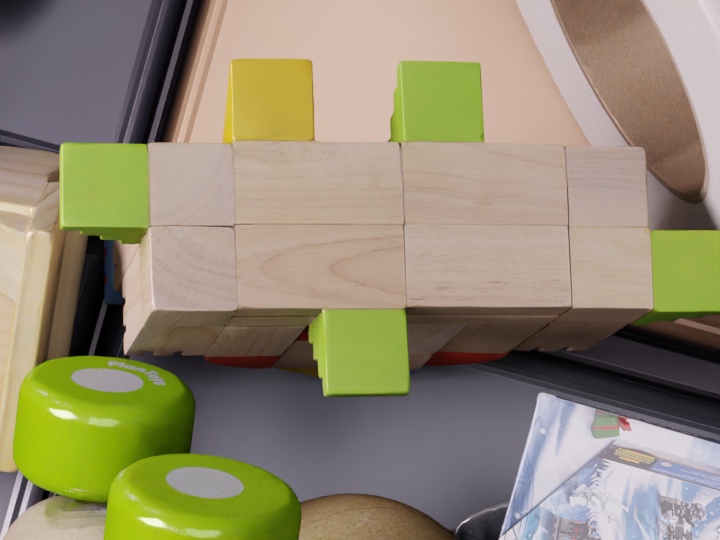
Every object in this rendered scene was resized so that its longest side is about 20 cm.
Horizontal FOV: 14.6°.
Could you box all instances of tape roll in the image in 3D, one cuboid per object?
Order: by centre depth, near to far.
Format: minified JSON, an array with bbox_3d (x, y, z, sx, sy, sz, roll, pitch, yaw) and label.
[{"bbox_3d":[0.094,-0.077,0.865,0.037,0.203,0.203,-29,84,-8],"label":"tape roll"}]

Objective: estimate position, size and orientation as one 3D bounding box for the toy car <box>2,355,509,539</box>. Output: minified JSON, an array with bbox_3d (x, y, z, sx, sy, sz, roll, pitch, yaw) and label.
[{"bbox_3d":[-0.004,0.123,0.863,0.200,0.158,0.164,0,109,-26],"label":"toy car"}]

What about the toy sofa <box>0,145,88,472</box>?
[{"bbox_3d":[-0.191,-0.002,0.903,0.200,0.098,0.083,10,105,-2],"label":"toy sofa"}]

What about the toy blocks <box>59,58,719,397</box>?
[{"bbox_3d":[0.000,0.000,0.886,0.200,0.137,0.100,0,79,-11],"label":"toy blocks"}]

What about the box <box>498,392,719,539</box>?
[{"bbox_3d":[0.090,0.149,0.805,0.137,0.040,0.200,16,86,7],"label":"box"}]
